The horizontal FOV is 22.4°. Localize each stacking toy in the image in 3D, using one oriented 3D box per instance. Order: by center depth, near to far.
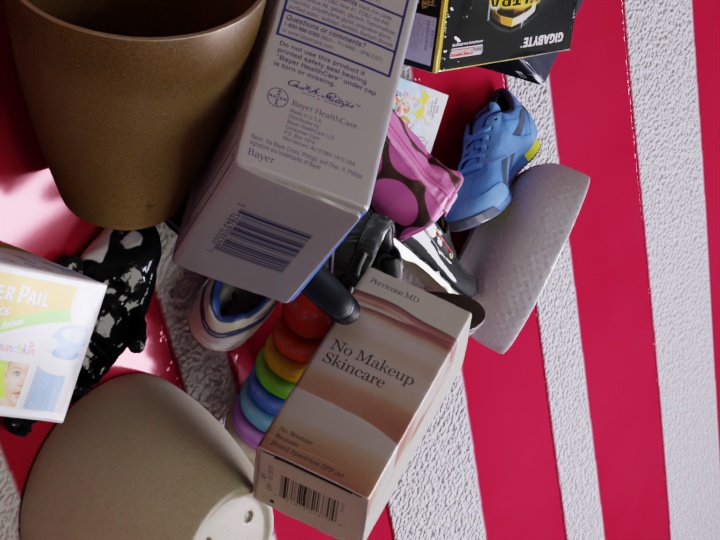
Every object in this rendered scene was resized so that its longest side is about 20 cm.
[{"bbox_3d":[-0.055,0.082,1.563,0.085,0.085,0.200,-30,152,-42],"label":"stacking toy"}]

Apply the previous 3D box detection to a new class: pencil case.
[{"bbox_3d":[0.007,-0.120,1.529,0.200,0.094,0.091,50,56,-16],"label":"pencil case"}]

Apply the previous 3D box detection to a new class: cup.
[{"bbox_3d":[-0.157,0.202,1.494,0.200,0.143,0.200,-27,127,-43],"label":"cup"}]

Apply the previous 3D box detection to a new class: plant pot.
[{"bbox_3d":[-0.169,-0.135,1.312,0.186,0.186,0.200,-33,146,-40],"label":"plant pot"}]

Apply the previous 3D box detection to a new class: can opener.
[{"bbox_3d":[-0.078,-0.026,1.461,0.079,0.200,0.063,-52,171,6],"label":"can opener"}]

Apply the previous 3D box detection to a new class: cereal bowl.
[{"bbox_3d":[0.148,-0.021,1.804,0.200,0.083,0.200,25,90,-90],"label":"cereal bowl"}]

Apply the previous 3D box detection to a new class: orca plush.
[{"bbox_3d":[-0.205,0.048,1.418,0.200,0.071,0.105,-52,141,-24],"label":"orca plush"}]

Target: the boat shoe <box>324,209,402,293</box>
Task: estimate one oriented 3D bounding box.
[{"bbox_3d":[0.000,0.000,1.562,0.072,0.071,0.200,-59,166,-15],"label":"boat shoe"}]

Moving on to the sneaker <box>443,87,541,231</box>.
[{"bbox_3d":[0.116,-0.109,1.750,0.078,0.066,0.200,65,33,-22],"label":"sneaker"}]

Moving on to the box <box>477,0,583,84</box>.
[{"bbox_3d":[0.122,-0.306,1.639,0.197,0.117,0.200,36,78,-53],"label":"box"}]

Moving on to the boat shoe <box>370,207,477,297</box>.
[{"bbox_3d":[0.059,-0.026,1.669,0.063,0.074,0.201,-56,139,-5],"label":"boat shoe"}]

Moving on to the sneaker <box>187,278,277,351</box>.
[{"bbox_3d":[-0.069,-0.019,1.535,0.200,0.075,0.088,-59,-176,-17],"label":"sneaker"}]

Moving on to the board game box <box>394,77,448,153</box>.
[{"bbox_3d":[0.003,-0.082,1.661,0.134,0.034,0.200,11,97,-55],"label":"board game box"}]

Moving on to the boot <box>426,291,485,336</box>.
[{"bbox_3d":[0.033,0.119,1.702,0.186,0.064,0.200,-13,134,-3],"label":"boot"}]

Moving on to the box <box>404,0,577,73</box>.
[{"bbox_3d":[0.115,-0.255,1.514,0.200,0.049,0.160,-15,117,-49],"label":"box"}]

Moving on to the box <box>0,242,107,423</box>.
[{"bbox_3d":[-0.292,0.033,1.269,0.200,0.101,0.113,13,96,-54],"label":"box"}]

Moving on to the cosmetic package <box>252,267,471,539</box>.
[{"bbox_3d":[0.003,0.108,1.467,0.087,0.103,0.200,99,18,-53],"label":"cosmetic package"}]

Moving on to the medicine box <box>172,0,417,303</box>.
[{"bbox_3d":[-0.049,-0.107,1.349,0.182,0.103,0.200,131,-24,-60],"label":"medicine box"}]
